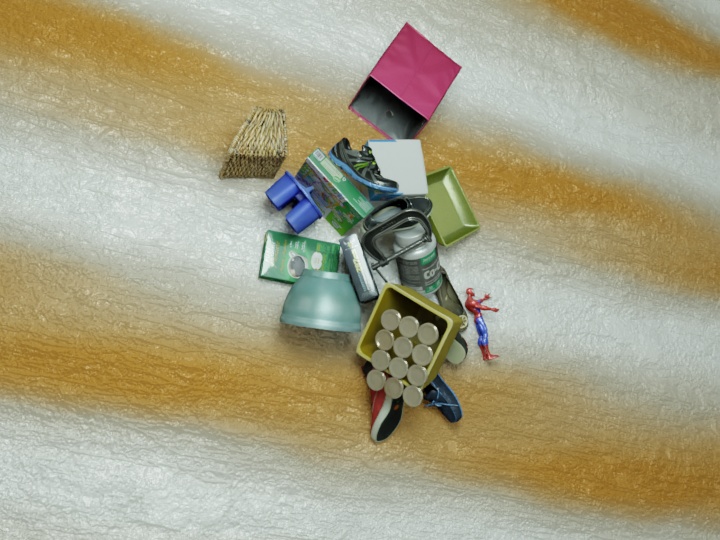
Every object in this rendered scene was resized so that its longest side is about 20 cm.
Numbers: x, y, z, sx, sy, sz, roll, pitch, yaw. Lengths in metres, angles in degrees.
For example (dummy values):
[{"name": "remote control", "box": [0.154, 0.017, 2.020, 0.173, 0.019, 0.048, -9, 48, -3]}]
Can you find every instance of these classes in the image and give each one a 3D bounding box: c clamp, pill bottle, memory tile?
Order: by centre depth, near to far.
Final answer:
[{"name": "memory tile", "box": [0.096, 0.203, 1.471, 0.152, 0.017, 0.202, 17, 99, 27]}, {"name": "c clamp", "box": [0.093, -0.063, 1.512, 0.171, 0.199, 0.027, 41, 28, -32]}, {"name": "pill bottle", "box": [0.144, -0.039, 1.619, 0.113, 0.113, 0.201, -37, 135, -21]}]

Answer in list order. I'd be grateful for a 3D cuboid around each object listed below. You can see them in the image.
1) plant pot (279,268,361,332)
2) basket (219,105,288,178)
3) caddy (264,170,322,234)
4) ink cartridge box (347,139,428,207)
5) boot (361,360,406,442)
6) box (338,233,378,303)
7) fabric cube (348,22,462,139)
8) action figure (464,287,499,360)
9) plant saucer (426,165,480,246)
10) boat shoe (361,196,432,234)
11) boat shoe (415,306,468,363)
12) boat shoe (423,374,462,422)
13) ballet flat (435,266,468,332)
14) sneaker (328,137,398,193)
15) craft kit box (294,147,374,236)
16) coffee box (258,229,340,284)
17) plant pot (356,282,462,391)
[{"name": "plant pot", "box": [-0.088, 0.068, 1.515, 0.198, 0.200, 0.136, 8, 89, -17]}, {"name": "basket", "box": [-0.268, -0.319, 1.537, 0.147, 0.200, 0.144, -2, 82, -18]}, {"name": "caddy", "box": [-0.157, -0.173, 1.558, 0.105, 0.200, 0.142, -39, 96, -4]}, {"name": "ink cartridge box", "box": [0.064, -0.234, 1.634, 0.146, 0.200, 0.146, -4, 79, -19]}, {"name": "boot", "box": [0.042, 0.320, 1.599, 0.072, 0.144, 0.202, -3, 117, -40]}, {"name": "box", "box": [0.000, 0.000, 1.568, 0.051, 0.200, 0.159, -19, 85, 1]}, {"name": "fabric cube", "box": [0.118, -0.493, 1.703, 0.199, 0.196, 0.200, 35, 70, -8]}, {"name": "action figure", "box": [0.351, 0.135, 1.735, 0.098, 0.065, 0.202, -20, 88, -12]}, {"name": "plant saucer", "box": [0.225, -0.172, 1.727, 0.199, 0.048, 0.201, -26, 90, -48]}, {"name": "boat shoe", "box": [0.095, -0.143, 1.519, 0.198, 0.066, 0.075, -17, 65, -18]}, {"name": "boat shoe", "box": [0.209, 0.160, 1.687, 0.202, 0.063, 0.074, 48, 112, 7]}, {"name": "boat shoe", "box": [0.184, 0.317, 1.642, 0.068, 0.084, 0.201, -29, 76, -39]}, {"name": "ballet flat", "box": [0.243, 0.074, 1.718, 0.067, 0.046, 0.202, -22, 87, -22]}, {"name": "sneaker", "box": [0.012, -0.248, 1.485, 0.199, 0.071, 0.083, 38, 98, 20]}, {"name": "craft kit box", "box": [-0.075, -0.192, 1.582, 0.200, 0.197, 0.049, 47, 73, -5]}, {"name": "coffee box", "box": [-0.154, -0.024, 1.605, 0.198, 0.044, 0.124, 9, 79, -17]}, {"name": "plant pot", "box": [0.144, 0.157, 1.566, 0.195, 0.199, 0.196, 30, 104, 25]}]
